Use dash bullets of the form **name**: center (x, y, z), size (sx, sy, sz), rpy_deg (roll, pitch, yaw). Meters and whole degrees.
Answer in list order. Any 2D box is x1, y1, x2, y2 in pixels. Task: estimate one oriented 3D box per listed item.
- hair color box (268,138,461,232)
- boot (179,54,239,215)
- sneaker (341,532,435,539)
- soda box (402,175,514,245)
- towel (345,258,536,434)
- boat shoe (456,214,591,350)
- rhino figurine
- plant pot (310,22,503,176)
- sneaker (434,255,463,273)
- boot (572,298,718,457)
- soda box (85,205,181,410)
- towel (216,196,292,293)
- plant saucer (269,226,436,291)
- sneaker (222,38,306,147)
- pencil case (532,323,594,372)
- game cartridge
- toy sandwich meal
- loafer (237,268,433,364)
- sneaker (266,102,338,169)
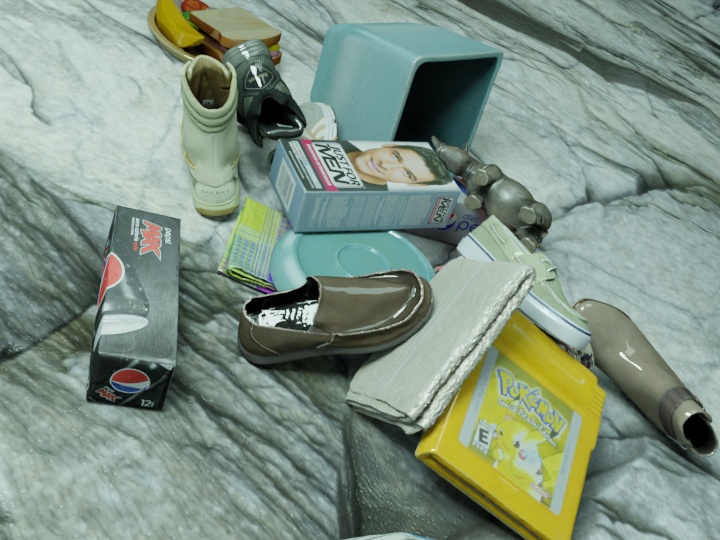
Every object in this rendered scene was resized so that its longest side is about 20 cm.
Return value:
- **hair color box**: center (0.005, -0.100, 0.996), size (0.198, 0.061, 0.099), rpy_deg (-3, 44, -28)
- **boot**: center (-0.176, -0.183, 0.994), size (0.071, 0.155, 0.201), rpy_deg (-6, 45, -11)
- **sneaker**: center (0.004, 0.237, 0.675), size (0.198, 0.073, 0.072), rpy_deg (7, 42, -24)
- **soda box**: center (0.139, -0.077, 1.146), size (0.198, 0.069, 0.064), rpy_deg (14, 38, -17)
- **towel**: center (0.077, 0.067, 0.832), size (0.200, 0.132, 0.035), rpy_deg (-49, 114, -17)
- **boat shoe**: center (0.182, 0.008, 0.937), size (0.072, 0.062, 0.200), rpy_deg (26, 15, -51)
- **rhino figurine**: center (0.161, -0.103, 1.083), size (0.200, 0.060, 0.087), rpy_deg (43, 24, 14)
- **plant pot**: center (0.042, -0.253, 1.203), size (0.195, 0.197, 0.200), rpy_deg (-18, 47, -44)
- **sneaker**: center (0.134, 0.005, 1.039), size (0.086, 0.074, 0.200), rpy_deg (27, 36, 2)
- **boot**: center (0.328, 0.124, 0.971), size (0.200, 0.070, 0.146), rpy_deg (39, 10, -32)
- **soda box**: center (-0.208, 0.029, 0.799), size (0.070, 0.064, 0.201), rpy_deg (12, 38, -20)
- **towel**: center (-0.053, -0.008, 0.978), size (0.199, 0.023, 0.144), rpy_deg (21, 37, -9)
- **plant saucer**: center (0.000, 0.000, 0.945), size (0.198, 0.028, 0.201), rpy_deg (13, 39, -10)
- **sneaker**: center (-0.119, -0.192, 1.068), size (0.076, 0.200, 0.115), rpy_deg (-23, 81, -9)
- **pencil case**: center (0.170, 0.105, 0.936), size (0.199, 0.078, 0.090), rpy_deg (-3, 65, -35)
- **game cartridge**: center (0.156, 0.144, 0.837), size (0.176, 0.032, 0.201), rpy_deg (38, 53, -13)
- **toy sandwich meal**: center (-0.213, -0.358, 1.260), size (0.204, 0.071, 0.206), rpy_deg (17, 37, -14)
- **loafer**: center (-0.025, 0.041, 0.826), size (0.198, 0.071, 0.073), rpy_deg (-15, 57, -3)
- **sneaker**: center (-0.077, -0.158, 1.105), size (0.091, 0.076, 0.201), rpy_deg (6, 40, -20)
